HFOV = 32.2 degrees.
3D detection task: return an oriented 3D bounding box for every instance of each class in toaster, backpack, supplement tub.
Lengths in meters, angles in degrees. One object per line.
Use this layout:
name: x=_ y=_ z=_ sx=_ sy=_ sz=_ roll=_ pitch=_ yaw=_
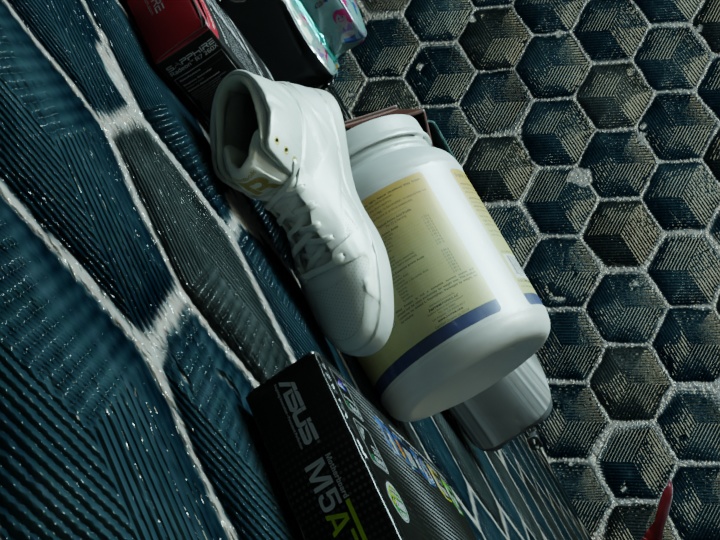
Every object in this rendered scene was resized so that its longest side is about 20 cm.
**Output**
toaster: x=0.127 y=0.102 z=1.365 sx=0.129 sy=0.113 sz=0.201 roll=50 pitch=12 yaw=-36
backpack: x=-0.082 y=-0.245 z=1.201 sx=0.179 sy=0.150 sz=0.200 roll=57 pitch=1 yaw=-5
supplement tub: x=0.040 y=-0.003 z=0.957 sx=0.202 sy=0.143 sz=0.144 roll=61 pitch=6 yaw=17

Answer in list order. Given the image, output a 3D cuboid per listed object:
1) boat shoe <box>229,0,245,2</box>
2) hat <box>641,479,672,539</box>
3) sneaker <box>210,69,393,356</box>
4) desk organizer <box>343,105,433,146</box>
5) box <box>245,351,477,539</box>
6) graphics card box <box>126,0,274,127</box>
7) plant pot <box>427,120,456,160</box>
boat shoe: x=-0.149 y=-0.279 z=0.976 sx=0.200 sy=0.072 sz=0.060 roll=44 pitch=-27 yaw=8
hat: x=0.375 y=0.417 z=1.542 sx=0.201 sy=0.175 sz=0.166 roll=55 pitch=7 yaw=-35
sneaker: x=-0.048 y=-0.039 z=0.840 sx=0.115 sy=0.073 sz=0.203 roll=9 pitch=59 yaw=-55
desk organizer: x=0.041 y=-0.050 z=1.189 sx=0.077 sy=0.071 sz=0.203 roll=-162 pitch=-125 yaw=-68
box: x=0.035 y=0.157 z=0.577 sx=0.194 sy=0.047 sz=0.200 roll=60 pitch=6 yaw=34
graphics card box: x=-0.107 y=-0.153 z=0.933 sx=0.126 sy=0.051 sz=0.200 roll=62 pitch=7 yaw=32
plant pot: x=0.032 y=-0.069 z=1.333 sx=0.142 sy=0.140 sz=0.200 roll=57 pitch=-3 yaw=-13
